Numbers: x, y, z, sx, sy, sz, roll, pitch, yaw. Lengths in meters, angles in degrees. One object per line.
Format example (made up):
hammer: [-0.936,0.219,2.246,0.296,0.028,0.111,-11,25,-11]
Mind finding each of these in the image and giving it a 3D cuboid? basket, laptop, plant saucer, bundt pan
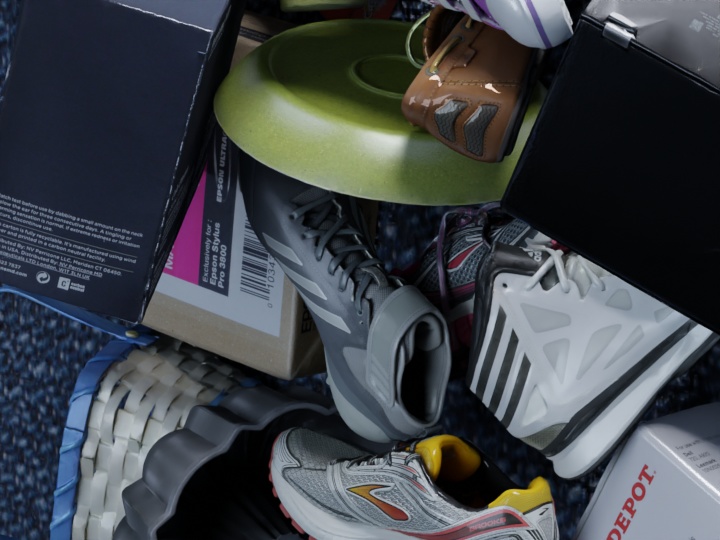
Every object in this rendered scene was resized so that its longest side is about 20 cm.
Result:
basket: [-0.162,0.117,1.727,0.199,0.139,0.177,17,111,13]
laptop: [0.201,-0.085,1.370,0.187,0.116,0.200,30,76,9]
plant saucer: [0.020,-0.094,1.485,0.200,0.200,0.031,30,125,35]
bundt pan: [-0.065,0.157,1.628,0.076,0.201,0.203,31,119,48]

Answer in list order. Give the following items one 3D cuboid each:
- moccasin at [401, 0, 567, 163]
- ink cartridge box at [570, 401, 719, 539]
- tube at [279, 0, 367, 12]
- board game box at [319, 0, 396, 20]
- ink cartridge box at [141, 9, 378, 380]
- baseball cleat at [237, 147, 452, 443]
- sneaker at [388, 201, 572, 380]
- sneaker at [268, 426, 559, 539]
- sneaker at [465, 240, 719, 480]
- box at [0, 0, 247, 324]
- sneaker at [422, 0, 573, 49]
moccasin: [0.064,-0.124,1.453,0.077,0.202,0.074,20,129,3]
ink cartridge box: [0.209,0.188,1.448,0.200,0.084,0.145,42,123,29]
tube: [-0.029,-0.249,1.551,0.058,0.052,0.201,-2,93,9]
board game box: [-0.031,-0.261,1.610,0.200,0.040,0.153,45,125,27]
ink cartridge box: [-0.070,-0.052,1.665,0.164,0.075,0.201,18,111,38]
baseball cleat: [0.000,0.000,1.532,0.106,0.070,0.201,-11,107,59]
sneaker: [0.080,-0.011,1.531,0.200,0.080,0.075,-42,68,40]
sneaker: [0.033,0.121,1.506,0.199,0.078,0.083,18,114,36]
sneaker: [0.131,0.004,1.428,0.115,0.076,0.201,38,99,-12]
box: [-0.131,-0.105,1.506,0.104,0.200,0.183,17,118,-1]
sneaker: [0.022,-0.156,1.398,0.114,0.073,0.201,-37,51,-3]
